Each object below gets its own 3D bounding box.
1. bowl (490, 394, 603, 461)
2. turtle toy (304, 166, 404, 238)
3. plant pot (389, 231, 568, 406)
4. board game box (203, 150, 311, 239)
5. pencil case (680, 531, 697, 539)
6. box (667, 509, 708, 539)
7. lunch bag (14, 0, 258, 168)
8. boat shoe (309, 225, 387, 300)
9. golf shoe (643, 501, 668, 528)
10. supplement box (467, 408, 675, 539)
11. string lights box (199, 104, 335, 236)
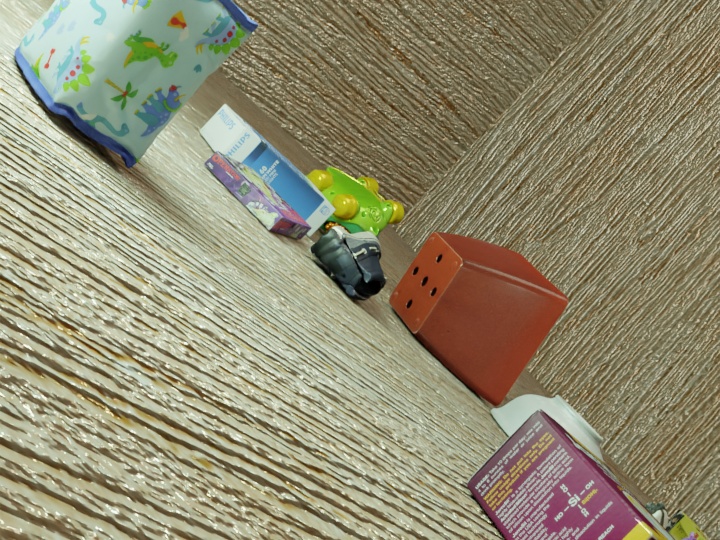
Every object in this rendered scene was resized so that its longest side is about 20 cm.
[{"bbox_3d":[0.293,0.248,1.975,0.201,0.090,0.201,44,4,-3],"label":"bowl"},{"bbox_3d":[-0.033,-0.105,2.200,0.145,0.101,0.200,5,30,-44],"label":"turtle toy"},{"bbox_3d":[0.163,0.054,2.066,0.176,0.200,0.200,28,11,-26],"label":"plant pot"},{"bbox_3d":[-0.129,-0.095,1.737,0.120,0.032,0.200,49,5,7],"label":"board game box"},{"bbox_3d":[0.526,0.479,1.978,0.200,0.085,0.084,45,6,-2],"label":"pencil case"},{"bbox_3d":[0.611,0.513,2.520,0.050,0.075,0.200,42,6,-1],"label":"box"},{"bbox_3d":[-0.207,-0.211,1.164,0.127,0.170,0.200,40,5,-44],"label":"lunch bag"},{"bbox_3d":[0.000,0.000,1.813,0.093,0.075,0.200,52,14,14],"label":"boat shoe"},{"bbox_3d":[0.295,0.311,1.450,0.200,0.078,0.095,-8,68,-59],"label":"golf shoe"},{"bbox_3d":[0.203,0.235,1.174,0.131,0.103,0.200,40,6,-34],"label":"supplement box"},{"bbox_3d":[-0.134,-0.145,1.947,0.200,0.059,0.103,41,5,-34],"label":"string lights box"}]
